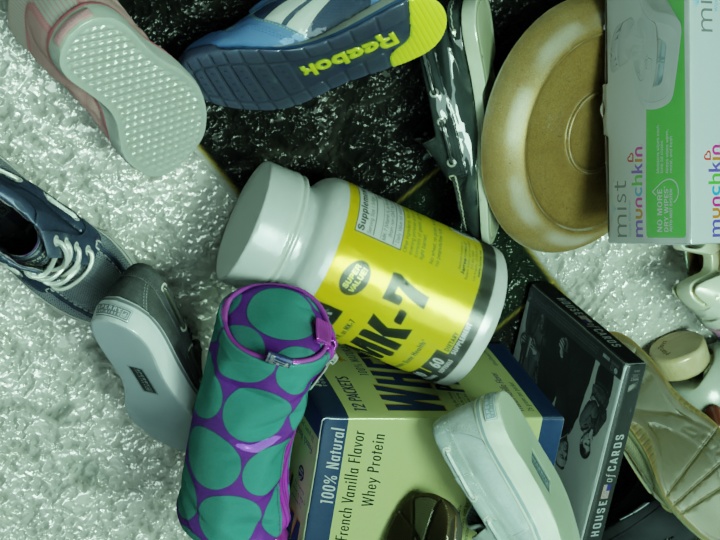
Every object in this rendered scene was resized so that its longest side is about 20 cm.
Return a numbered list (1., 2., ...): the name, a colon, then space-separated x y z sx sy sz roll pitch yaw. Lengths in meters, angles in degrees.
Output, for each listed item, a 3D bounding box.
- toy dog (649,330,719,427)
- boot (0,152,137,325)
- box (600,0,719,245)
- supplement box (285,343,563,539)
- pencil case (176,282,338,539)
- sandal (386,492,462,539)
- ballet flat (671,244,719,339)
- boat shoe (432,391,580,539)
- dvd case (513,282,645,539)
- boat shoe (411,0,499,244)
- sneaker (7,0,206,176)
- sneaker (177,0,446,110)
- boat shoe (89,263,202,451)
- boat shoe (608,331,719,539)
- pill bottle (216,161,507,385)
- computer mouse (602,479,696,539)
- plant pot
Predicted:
1. toy dog: 0.334 0.084 1.666 0.200 0.096 0.132 -40 120 2
2. boot: -0.225 -0.010 1.434 0.200 0.090 0.073 39 97 -29
3. box: 0.274 -0.122 1.497 0.175 0.096 0.202 -1 92 -36
4. supplement box: 0.029 0.173 1.579 0.198 0.134 0.202 1 113 -20
5. pencil case: -0.077 0.112 1.458 0.092 0.085 0.201 17 125 2
6. sandal: 0.036 0.261 1.513 0.054 0.081 0.202 6 106 -46
7. ballet flat: 0.276 -0.018 1.590 0.071 0.069 0.202 -20 101 -38
8. boat shoe: 0.112 0.176 1.501 0.071 0.070 0.202 -17 121 19
9. dvd case: 0.158 0.132 1.596 0.025 0.150 0.202 -1 114 -27
10. boat shoe: 0.069 -0.113 1.506 0.065 0.075 0.201 1 124 16
11. sneaker: -0.180 -0.150 1.406 0.075 0.105 0.200 -42 149 -3
12. sneaker: -0.038 -0.177 1.441 0.198 0.083 0.074 -16 147 8
13. boat shoe: -0.148 0.065 1.496 0.067 0.069 0.201 -65 152 -28
14. boat shoe: 0.245 0.138 1.622 0.073 0.063 0.201 -40 85 -9
15. pill bottle: 0.000 0.000 1.497 0.198 0.114 0.115 23 105 -16
16. computer mouse: 0.266 0.234 1.705 0.140 0.046 0.200 26 124 -28
17. plant pot: 0.172 -0.108 1.522 0.199 0.027 0.202 -16 115 -36
